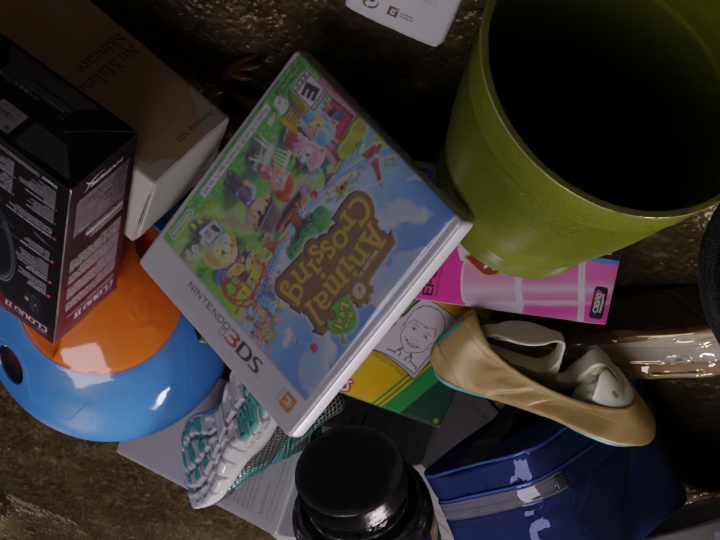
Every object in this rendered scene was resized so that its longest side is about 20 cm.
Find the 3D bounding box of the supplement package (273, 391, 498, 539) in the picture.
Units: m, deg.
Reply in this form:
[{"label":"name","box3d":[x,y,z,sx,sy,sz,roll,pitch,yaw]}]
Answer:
[{"label":"supplement package","box3d":[0.023,0.177,1.777,0.199,0.110,0.114,-22,124,39]}]

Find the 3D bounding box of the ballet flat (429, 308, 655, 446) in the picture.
[{"label":"ballet flat","box3d":[0.147,0.079,1.531,0.199,0.069,0.063,17,123,-25]}]

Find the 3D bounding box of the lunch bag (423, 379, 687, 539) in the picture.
[{"label":"lunch bag","box3d":[0.156,0.155,1.637,0.135,0.200,0.133,-16,100,41]}]

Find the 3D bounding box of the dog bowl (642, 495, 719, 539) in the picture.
[{"label":"dog bowl","box3d":[0.264,0.226,1.681,0.199,0.200,0.059,-19,86,37]}]

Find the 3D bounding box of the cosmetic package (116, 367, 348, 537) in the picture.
[{"label":"cosmetic package","box3d":[-0.102,0.142,1.738,0.199,0.102,0.074,23,-175,40]}]

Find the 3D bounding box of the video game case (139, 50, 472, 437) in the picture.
[{"label":"video game case","box3d":[-0.043,-0.019,1.447,0.182,0.022,0.200,47,109,24]}]

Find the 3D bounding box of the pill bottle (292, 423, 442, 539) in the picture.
[{"label":"pill bottle","box3d":[0.008,0.213,1.642,0.111,0.112,0.201,6,142,17]}]

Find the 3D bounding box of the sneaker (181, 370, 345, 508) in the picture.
[{"label":"sneaker","box3d":[-0.076,0.131,1.628,0.091,0.078,0.200,3,153,-28]}]

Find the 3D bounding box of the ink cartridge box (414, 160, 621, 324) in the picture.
[{"label":"ink cartridge box","box3d":[0.092,-0.022,1.504,0.199,0.037,0.095,8,102,-13]}]

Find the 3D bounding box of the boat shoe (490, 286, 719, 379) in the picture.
[{"label":"boat shoe","box3d":[0.188,0.058,1.604,0.199,0.074,0.069,-1,129,23]}]

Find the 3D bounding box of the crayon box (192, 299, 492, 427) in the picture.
[{"label":"crayon box","box3d":[0.000,0.000,1.536,0.199,0.058,0.173,20,102,-17]}]

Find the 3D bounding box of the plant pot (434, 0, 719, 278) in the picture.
[{"label":"plant pot","box3d":[0.139,-0.088,1.393,0.200,0.201,0.193,27,151,-7]}]

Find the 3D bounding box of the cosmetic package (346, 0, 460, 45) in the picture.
[{"label":"cosmetic package","box3d":[0.060,-0.248,1.293,0.074,0.102,0.200,23,141,-3]}]

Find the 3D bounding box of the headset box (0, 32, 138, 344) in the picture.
[{"label":"headset box","box3d":[-0.243,-0.054,1.477,0.149,0.077,0.200,35,145,15]}]

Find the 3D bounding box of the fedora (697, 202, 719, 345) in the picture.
[{"label":"fedora","box3d":[0.335,0.002,1.448,0.199,0.202,0.092,10,175,13]}]

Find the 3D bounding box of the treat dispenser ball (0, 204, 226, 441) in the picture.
[{"label":"treat dispenser ball","box3d":[-0.197,0.034,1.646,0.200,0.201,0.201,12,139,11]}]

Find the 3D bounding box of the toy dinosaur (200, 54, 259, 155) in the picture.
[{"label":"toy dinosaur","box3d":[-0.097,-0.101,1.564,0.199,0.061,0.107,1,137,23]}]

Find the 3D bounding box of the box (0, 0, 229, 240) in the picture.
[{"label":"box","box3d":[-0.202,-0.127,1.508,0.200,0.095,0.078,39,145,7]}]
